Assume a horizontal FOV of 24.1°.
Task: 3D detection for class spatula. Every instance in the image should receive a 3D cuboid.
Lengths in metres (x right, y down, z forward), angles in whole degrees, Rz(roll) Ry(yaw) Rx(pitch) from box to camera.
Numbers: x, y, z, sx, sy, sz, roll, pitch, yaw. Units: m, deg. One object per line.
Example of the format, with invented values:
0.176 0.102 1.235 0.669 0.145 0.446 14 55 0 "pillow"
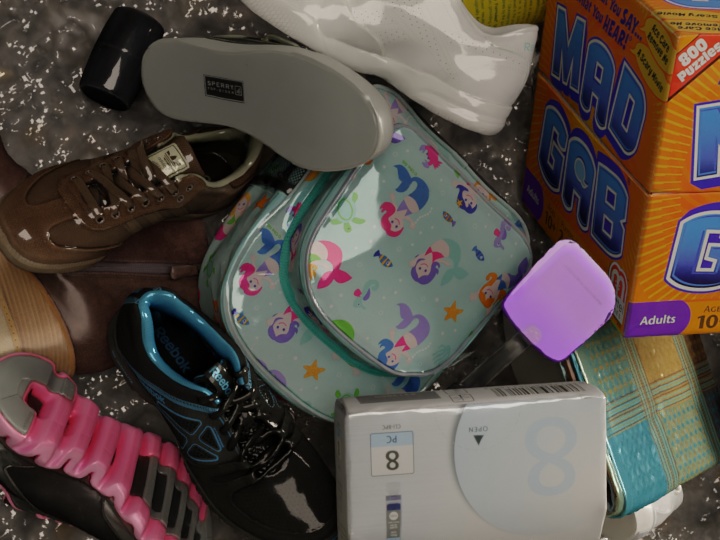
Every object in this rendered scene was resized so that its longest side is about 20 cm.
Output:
0.076 0.066 1.052 0.057 0.021 0.200 46 104 2 "spatula"

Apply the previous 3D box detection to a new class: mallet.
-0.089 -0.120 1.154 0.200 0.041 0.066 18 77 -15 "mallet"

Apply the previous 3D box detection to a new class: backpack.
0.000 0.000 1.099 0.178 0.151 0.200 44 84 -19 "backpack"

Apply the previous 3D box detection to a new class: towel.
0.190 0.077 1.133 0.200 0.022 0.147 -12 84 -56 "towel"

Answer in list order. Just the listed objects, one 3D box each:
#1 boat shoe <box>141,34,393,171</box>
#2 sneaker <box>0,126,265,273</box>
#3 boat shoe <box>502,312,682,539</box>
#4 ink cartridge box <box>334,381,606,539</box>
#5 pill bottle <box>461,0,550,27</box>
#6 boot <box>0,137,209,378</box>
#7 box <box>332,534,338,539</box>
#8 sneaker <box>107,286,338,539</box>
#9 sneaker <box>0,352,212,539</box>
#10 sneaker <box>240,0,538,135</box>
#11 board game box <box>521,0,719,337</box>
-0.049 -0.115 1.055 0.064 0.200 0.071 -21 123 -45 "boat shoe"
-0.144 -0.059 1.068 0.200 0.076 0.071 -24 77 -46 "sneaker"
0.166 0.086 1.169 0.068 0.072 0.200 -22 81 -35 "boat shoe"
0.068 0.172 1.024 0.160 0.047 0.200 -3 97 -11 "ink cartridge box"
0.092 -0.219 1.163 0.200 0.112 0.113 -21 88 -14 "pill bottle"
-0.188 -0.029 1.116 0.166 0.072 0.200 -9 81 -27 "boot"
-0.004 0.203 1.091 0.200 0.075 0.100 -40 129 -12 "box"
-0.084 0.094 1.042 0.073 0.082 0.200 -42 88 -20 "sneaker"
-0.183 0.136 1.087 0.200 0.095 0.079 44 35 -21 "sneaker"
0.016 -0.166 1.065 0.200 0.075 0.089 25 105 -4 "sneaker"
0.240 -0.095 1.094 0.199 0.200 0.200 -2 118 -15 "board game box"
